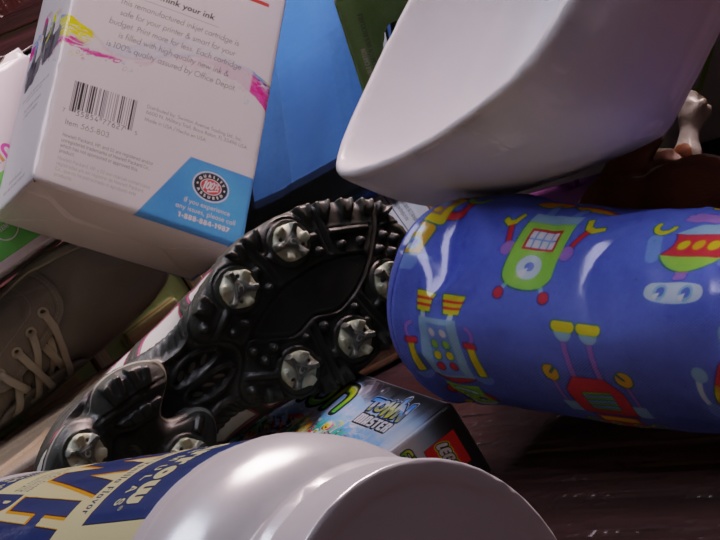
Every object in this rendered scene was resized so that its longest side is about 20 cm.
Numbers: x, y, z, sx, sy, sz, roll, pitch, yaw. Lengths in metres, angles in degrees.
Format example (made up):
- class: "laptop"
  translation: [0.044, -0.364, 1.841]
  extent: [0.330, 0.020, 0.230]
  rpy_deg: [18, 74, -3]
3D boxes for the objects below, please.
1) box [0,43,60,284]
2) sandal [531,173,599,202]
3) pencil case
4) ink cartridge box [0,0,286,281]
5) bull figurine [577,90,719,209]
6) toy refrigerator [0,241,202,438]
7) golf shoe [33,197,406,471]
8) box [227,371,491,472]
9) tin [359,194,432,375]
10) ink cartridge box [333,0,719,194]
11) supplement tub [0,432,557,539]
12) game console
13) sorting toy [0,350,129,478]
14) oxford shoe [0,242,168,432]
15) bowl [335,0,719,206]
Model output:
- class: "box"
  translation: [-0.216, -0.042, 1.144]
  extent: [0.176, 0.097, 0.200]
  rpy_deg: [-30, 7, 44]
- class: "sandal"
  translation: [0.121, -0.078, 1.038]
  extent: [0.082, 0.050, 0.203]
  rpy_deg: [-18, 22, 40]
- class: "pencil case"
  translation: [0.101, 0.011, 0.731]
  extent: [0.199, 0.078, 0.087]
  rpy_deg: [2, 63, 47]
- class: "ink cartridge box"
  translation: [-0.109, -0.110, 1.069]
  extent: [0.068, 0.115, 0.201]
  rpy_deg: [-31, 45, 58]
- class: "bull figurine"
  translation: [0.131, -0.024, 0.817]
  extent: [0.199, 0.065, 0.122]
  rpy_deg: [5, 72, 52]
- class: "toy refrigerator"
  translation: [-0.185, 0.048, 1.177]
  extent: [0.200, 0.076, 0.070]
  rpy_deg: [-38, 18, -20]
- class: "golf shoe"
  translation: [-0.062, 0.036, 0.881]
  extent: [0.200, 0.077, 0.088]
  rpy_deg: [-38, 11, -21]
- class: "box"
  translation: [-0.036, 0.087, 0.876]
  extent: [0.110, 0.035, 0.200]
  rpy_deg: [-37, 18, -16]
- class: "tin"
  translation: [0.000, 0.000, 1.057]
  extent: [0.112, 0.042, 0.200]
  rpy_deg: [-28, 17, -1]
- class: "ink cartridge box"
  translation: [0.097, -0.098, 0.951]
  extent: [0.199, 0.104, 0.060]
  rpy_deg: [-15, 47, 5]
- class: "supplement tub"
  translation: [-0.044, 0.124, 0.597]
  extent: [0.199, 0.145, 0.145]
  rpy_deg: [-13, 25, 47]
- class: "game console"
  translation: [-0.027, -0.140, 1.091]
  extent: [0.118, 0.171, 0.201]
  rpy_deg: [-10, 58, 0]
- class: "sorting toy"
  translation: [-0.138, 0.077, 1.030]
  extent: [0.200, 0.037, 0.185]
  rpy_deg: [-38, 5, 11]
- class: "oxford shoe"
  translation: [-0.182, 0.047, 1.102]
  extent: [0.200, 0.075, 0.058]
  rpy_deg: [-33, 38, -17]
- class: "bowl"
  translation: [0.086, -0.111, 0.809]
  extent: [0.201, 0.074, 0.200]
  rpy_deg: [-62, 15, -18]
